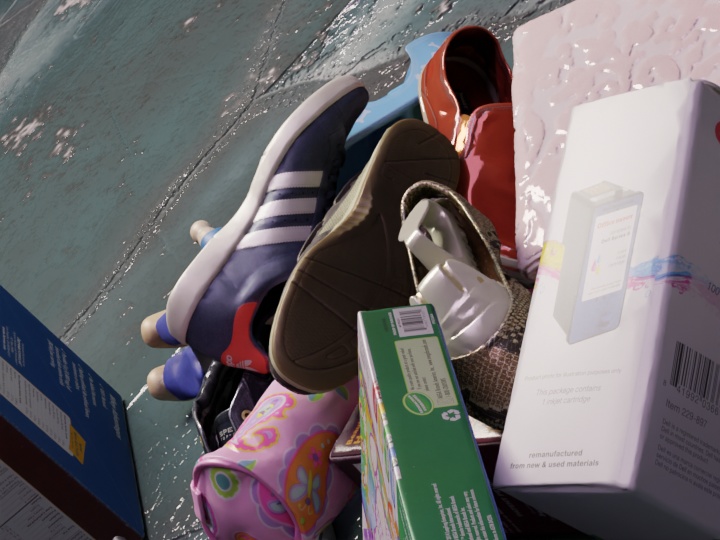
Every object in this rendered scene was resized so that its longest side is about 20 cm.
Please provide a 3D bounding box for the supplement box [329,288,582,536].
[{"bbox_3d":[0.095,0.077,1.019,0.199,0.086,0.111,-11,41,45],"label":"supplement box"}]

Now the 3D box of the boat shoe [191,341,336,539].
[{"bbox_3d":[-0.066,0.131,1.150,0.071,0.091,0.201,-31,31,22],"label":"boat shoe"}]

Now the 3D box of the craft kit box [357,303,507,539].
[{"bbox_3d":[0.032,0.152,0.901,0.048,0.198,0.200,-7,30,-4],"label":"craft kit box"}]

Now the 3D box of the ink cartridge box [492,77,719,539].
[{"bbox_3d":[0.157,0.031,0.884,0.087,0.145,0.201,-7,62,48],"label":"ink cartridge box"}]

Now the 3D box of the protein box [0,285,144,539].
[{"bbox_3d":[-0.274,0.118,1.322,0.135,0.200,0.199,-39,28,8],"label":"protein box"}]

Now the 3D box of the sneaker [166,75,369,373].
[{"bbox_3d":[-0.035,-0.025,1.165,0.201,0.084,0.075,-58,-11,-8],"label":"sneaker"}]

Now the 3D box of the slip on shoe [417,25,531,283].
[{"bbox_3d":[0.082,-0.074,1.161,0.061,0.074,0.201,111,153,-46],"label":"slip on shoe"}]

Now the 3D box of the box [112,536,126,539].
[{"bbox_3d":[-0.127,0.281,0.997,0.200,0.124,0.196,-48,26,-8],"label":"box"}]

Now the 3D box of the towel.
[{"bbox_3d":[0.172,-0.101,1.075,0.190,0.032,0.201,-22,43,26],"label":"towel"}]

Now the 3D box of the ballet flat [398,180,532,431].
[{"bbox_3d":[0.051,0.010,0.994,0.068,0.075,0.200,-36,29,11],"label":"ballet flat"}]

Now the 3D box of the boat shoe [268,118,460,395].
[{"bbox_3d":[-0.001,-0.001,1.105,0.201,0.072,0.066,-63,7,-33],"label":"boat shoe"}]

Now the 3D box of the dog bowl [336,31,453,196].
[{"bbox_3d":[0.028,-0.082,1.272,0.200,0.112,0.050,-33,37,-23],"label":"dog bowl"}]

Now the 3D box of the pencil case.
[{"bbox_3d":[-0.020,0.088,1.108,0.087,0.088,0.200,-15,24,42],"label":"pencil case"}]

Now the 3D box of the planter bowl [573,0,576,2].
[{"bbox_3d":[0.162,-0.123,1.206,0.200,0.083,0.201,-33,30,21],"label":"planter bowl"}]

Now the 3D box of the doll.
[{"bbox_3d":[-0.098,0.033,1.282,0.200,0.048,0.137,-27,68,60],"label":"doll"}]
